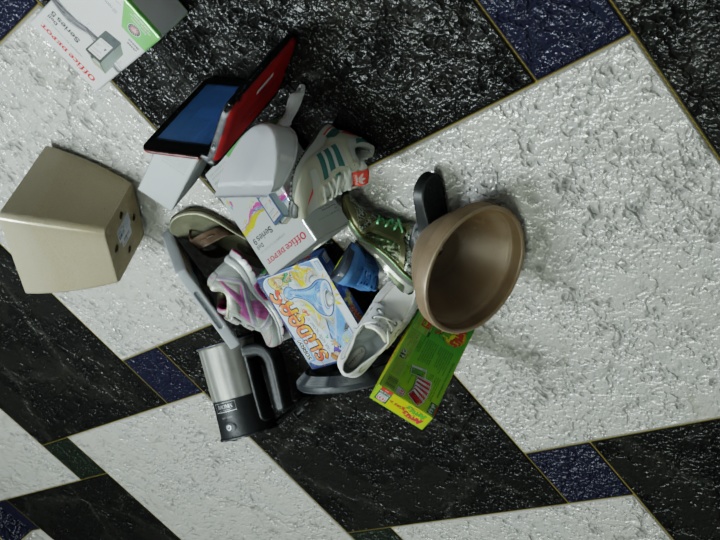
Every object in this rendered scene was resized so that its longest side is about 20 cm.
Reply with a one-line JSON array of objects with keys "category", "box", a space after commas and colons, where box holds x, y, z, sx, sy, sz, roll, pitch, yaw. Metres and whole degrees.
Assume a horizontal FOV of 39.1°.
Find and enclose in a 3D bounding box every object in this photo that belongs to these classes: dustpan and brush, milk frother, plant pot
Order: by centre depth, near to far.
[{"category": "dustpan and brush", "box": [-0.127, -0.189, 1.473, 0.057, 0.200, 0.139, 25, 166, -41]}, {"category": "plant pot", "box": [0.143, -0.016, 1.509, 0.093, 0.201, 0.201, 32, 150, 45]}, {"category": "plant pot", "box": [-0.507, -0.079, 1.842, 0.177, 0.200, 0.200, 9, 137, 9]}, {"category": "milk frother", "box": [-0.200, 0.219, 2.004, 0.180, 0.200, 0.188, -15, 88, 14]}]

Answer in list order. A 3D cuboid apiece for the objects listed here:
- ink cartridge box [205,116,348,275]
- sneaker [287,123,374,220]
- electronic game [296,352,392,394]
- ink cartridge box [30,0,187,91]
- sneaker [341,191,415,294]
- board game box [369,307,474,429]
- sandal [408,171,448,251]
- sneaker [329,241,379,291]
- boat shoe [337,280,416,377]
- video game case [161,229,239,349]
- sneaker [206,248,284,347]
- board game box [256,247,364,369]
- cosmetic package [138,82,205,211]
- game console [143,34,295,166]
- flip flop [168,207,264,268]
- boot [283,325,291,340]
[{"category": "ink cartridge box", "box": [-0.131, -0.114, 1.592, 0.145, 0.087, 0.200, -34, 90, 47]}, {"category": "sneaker", "box": [-0.038, -0.139, 1.471, 0.093, 0.200, 0.070, 16, 132, 9]}, {"category": "electronic game", "box": [-0.015, 0.185, 1.802, 0.200, 0.200, 0.042, -5, 98, 36]}, {"category": "ink cartridge box", "box": [-0.379, -0.379, 1.521, 0.200, 0.084, 0.146, -23, 117, 45]}, {"category": "sneaker", "box": [0.048, -0.060, 1.615, 0.089, 0.077, 0.200, -37, 107, 16]}, {"category": "board game box", "box": [0.104, 0.152, 1.675, 0.102, 0.200, 0.048, 32, 141, -1]}, {"category": "sandal", "box": [0.103, -0.064, 1.560, 0.048, 0.075, 0.201, 16, 130, 33]}, {"category": "sneaker", "box": [0.000, 0.000, 1.621, 0.078, 0.066, 0.200, 34, -175, 1]}, {"category": "boat shoe", "box": [0.033, 0.096, 1.678, 0.071, 0.200, 0.069, 33, -178, 1]}, {"category": "video game case", "box": [-0.291, 0.032, 1.841, 0.182, 0.024, 0.200, 58, 178, -28]}, {"category": "sneaker", "box": [-0.206, 0.061, 1.786, 0.200, 0.088, 0.081, 61, 168, -25]}, {"category": "board game box", "box": [-0.073, 0.069, 1.745, 0.135, 0.034, 0.200, -19, 113, 31]}, {"category": "cosmetic package", "box": [-0.282, -0.196, 1.637, 0.071, 0.101, 0.200, 35, 141, -5]}, {"category": "game console", "box": [-0.201, -0.253, 1.449, 0.119, 0.200, 0.172, 30, 140, 1]}, {"category": "flip flop", "box": [-0.253, -0.049, 1.805, 0.200, 0.058, 0.081, 25, 140, 8]}, {"category": "boot", "box": [-0.115, 0.051, 1.822, 0.096, 0.074, 0.200, 47, 130, -9]}]
